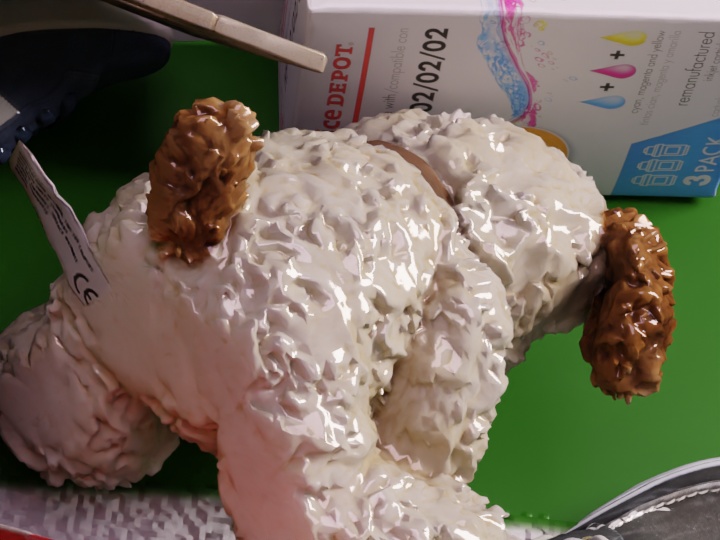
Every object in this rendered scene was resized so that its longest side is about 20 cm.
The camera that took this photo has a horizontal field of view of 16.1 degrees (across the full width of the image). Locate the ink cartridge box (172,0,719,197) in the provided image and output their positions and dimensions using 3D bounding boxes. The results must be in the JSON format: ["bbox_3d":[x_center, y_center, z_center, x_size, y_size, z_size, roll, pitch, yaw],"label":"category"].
[{"bbox_3d":[0.033,-0.082,0.865,0.200,0.115,0.068,1,61,-6],"label":"ink cartridge box"}]

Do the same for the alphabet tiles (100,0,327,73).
[{"bbox_3d":[-0.121,-0.101,0.747,0.200,0.167,0.008,20,93,-18],"label":"alphabet tiles"}]

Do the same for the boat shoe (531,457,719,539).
[{"bbox_3d":[0.068,0.116,0.785,0.200,0.071,0.072,-33,70,-22],"label":"boat shoe"}]

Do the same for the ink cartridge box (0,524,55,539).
[{"bbox_3d":[-0.032,0.144,0.679,0.067,0.116,0.200,-27,103,-25],"label":"ink cartridge box"}]

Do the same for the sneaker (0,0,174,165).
[{"bbox_3d":[-0.148,-0.032,0.848,0.200,0.075,0.085,-19,82,-20],"label":"sneaker"}]

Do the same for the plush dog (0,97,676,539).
[{"bbox_3d":[0.000,0.000,0.784,0.200,0.161,0.172,25,35,35],"label":"plush dog"}]
